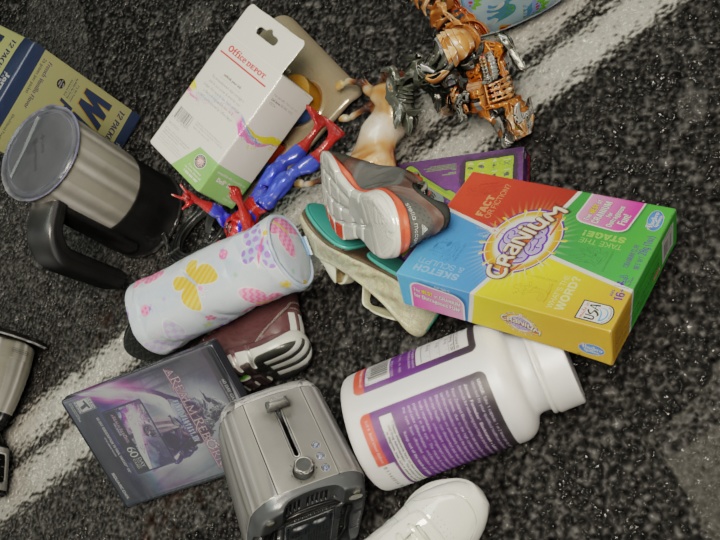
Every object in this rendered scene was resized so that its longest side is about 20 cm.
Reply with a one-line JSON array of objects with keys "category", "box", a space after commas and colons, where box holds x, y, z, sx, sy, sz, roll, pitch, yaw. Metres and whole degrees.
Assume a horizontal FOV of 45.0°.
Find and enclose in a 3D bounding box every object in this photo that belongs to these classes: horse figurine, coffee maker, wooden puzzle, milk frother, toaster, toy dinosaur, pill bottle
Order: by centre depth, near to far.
[{"category": "pill bottle", "box": [0.092, 0.113, 0.778, 0.199, 0.111, 0.112, -23, 62, 14]}, {"category": "toaster", "box": [-0.067, 0.196, 0.811, 0.113, 0.201, 0.130, -16, 54, -16]}, {"category": "toy dinosaur", "box": [0.097, -0.212, 0.877, 0.135, 0.102, 0.202, -33, 70, 47]}, {"category": "horse figurine", "box": [0.010, -0.147, 0.938, 0.132, 0.050, 0.201, 7, 66, 39]}, {"category": "milk frother", "box": [-0.271, -0.088, 1.007, 0.199, 0.188, 0.182, -22, 63, 19]}, {"category": "wooden puzzle", "box": [-0.120, -0.201, 1.053, 0.200, 0.046, 0.185, -44, 57, 7]}, {"category": "coffee maker", "box": [-0.497, 0.175, 1.080, 0.191, 0.134, 0.202, -12, 63, 49]}]

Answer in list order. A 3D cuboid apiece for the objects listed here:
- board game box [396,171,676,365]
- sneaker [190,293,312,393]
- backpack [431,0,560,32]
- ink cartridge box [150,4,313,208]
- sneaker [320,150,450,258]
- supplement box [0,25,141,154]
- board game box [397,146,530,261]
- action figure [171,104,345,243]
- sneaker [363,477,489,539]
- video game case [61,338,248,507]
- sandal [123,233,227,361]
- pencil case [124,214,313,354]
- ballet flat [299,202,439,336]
[{"category": "board game box", "box": [0.154, -0.011, 0.765, 0.199, 0.041, 0.153, 15, 51, 32]}, {"category": "sneaker", "box": [-0.144, 0.078, 0.956, 0.199, 0.076, 0.116, -19, 52, 16]}, {"category": "backpack", "box": [0.153, -0.349, 0.885, 0.199, 0.183, 0.148, -27, 64, 6]}, {"category": "ink cartridge box", "box": [-0.136, -0.188, 0.994, 0.117, 0.067, 0.200, 43, 99, 33]}, {"category": "sneaker", "box": [0.021, -0.067, 0.832, 0.081, 0.078, 0.200, -14, 30, -19]}, {"category": "supplement box", "box": [-0.441, -0.218, 1.140, 0.199, 0.200, 0.135, 28, 87, 32]}, {"category": "board game box", "box": [0.077, -0.057, 0.904, 0.198, 0.032, 0.121, -4, 66, 28]}, {"category": "action figure", "box": [-0.116, -0.096, 0.917, 0.201, 0.099, 0.065, -54, 39, 4]}, {"category": "sneaker", "box": [0.033, 0.261, 0.760, 0.200, 0.100, 0.075, -41, 88, 14]}, {"category": "video game case", "box": [-0.203, 0.166, 0.922, 0.199, 0.019, 0.144, -21, 106, 21]}, {"category": "sandal", "box": [-0.187, 0.028, 0.998, 0.200, 0.075, 0.048, -42, 30, -1]}, {"category": "pencil case", "box": [-0.145, 0.017, 0.893, 0.199, 0.091, 0.084, -25, 73, 22]}, {"category": "ballet flat", "box": [0.000, 0.000, 0.876, 0.200, 0.067, 0.063, 37, 120, 36]}]
